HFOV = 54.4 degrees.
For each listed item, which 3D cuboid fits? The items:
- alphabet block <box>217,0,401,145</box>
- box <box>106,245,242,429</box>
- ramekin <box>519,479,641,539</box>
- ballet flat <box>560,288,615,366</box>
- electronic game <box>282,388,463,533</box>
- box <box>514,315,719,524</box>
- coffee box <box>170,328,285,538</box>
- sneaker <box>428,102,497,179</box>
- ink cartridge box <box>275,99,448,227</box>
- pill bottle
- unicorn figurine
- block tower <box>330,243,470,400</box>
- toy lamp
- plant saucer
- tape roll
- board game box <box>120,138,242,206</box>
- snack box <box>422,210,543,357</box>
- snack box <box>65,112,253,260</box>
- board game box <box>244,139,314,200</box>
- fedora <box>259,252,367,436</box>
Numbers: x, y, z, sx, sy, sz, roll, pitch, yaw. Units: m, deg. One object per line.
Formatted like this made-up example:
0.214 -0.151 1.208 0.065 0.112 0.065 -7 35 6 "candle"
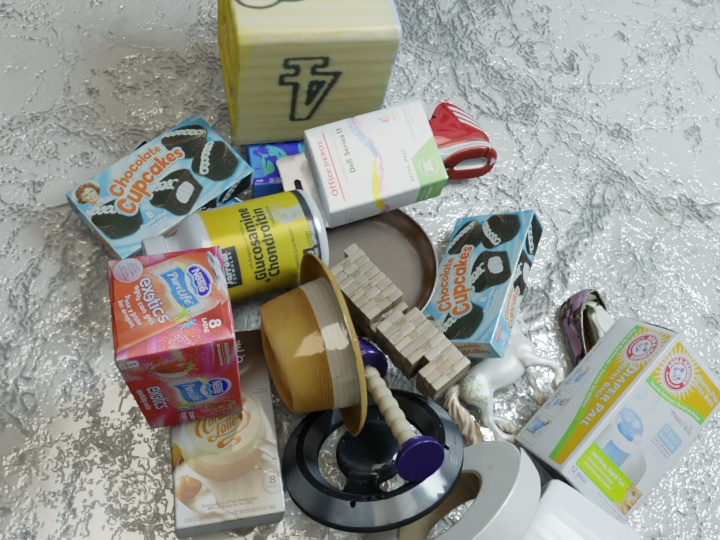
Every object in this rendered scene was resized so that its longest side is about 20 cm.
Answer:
-0.077 -0.301 0.912 0.198 0.197 0.197 -6 61 -14 "alphabet block"
-0.168 0.070 0.660 0.099 0.200 0.096 -9 63 -13 "box"
0.178 0.308 0.703 0.098 0.201 0.200 38 63 18 "ramekin"
0.312 0.115 0.893 0.068 0.071 0.202 -5 65 -16 "ballet flat"
0.013 0.199 0.763 0.198 0.042 0.201 -7 31 4 "electronic game"
0.294 0.165 0.793 0.200 0.101 0.113 -46 107 -6 "box"
-0.152 0.176 0.769 0.113 0.080 0.202 -5 64 -13 "coffee box"
0.088 -0.183 1.018 0.198 0.079 0.116 -1 46 -11 "sneaker"
-0.002 -0.131 0.901 0.198 0.067 0.118 -17 79 -8 "ink cartridge box"
-0.145 -0.020 0.816 0.198 0.112 0.113 -16 67 -20 "pill bottle"
0.183 0.122 0.864 0.199 0.074 0.138 -35 78 -27 "unicorn figurine"
0.037 0.061 0.823 0.058 0.054 0.200 -35 67 -18 "block tower"
0.024 0.140 0.762 0.058 0.059 0.200 -11 30 -16 "toy lamp"
0.000 0.000 0.902 0.198 0.032 0.202 0 63 1 "plant saucer"
0.089 0.251 0.709 0.202 0.203 0.037 -39 95 -25 "tape roll"
-0.240 -0.072 0.905 0.199 0.035 0.127 33 63 7 "board game box"
0.149 0.015 0.888 0.037 0.116 0.201 47 54 -36 "snack box"
-0.247 -0.102 0.877 0.200 0.037 0.116 -40 76 -24 "snack box"
-0.091 -0.198 0.992 0.151 0.045 0.201 -7 64 -14 "board game box"
-0.057 0.084 0.740 0.081 0.201 0.202 -13 66 -15 "fedora"
